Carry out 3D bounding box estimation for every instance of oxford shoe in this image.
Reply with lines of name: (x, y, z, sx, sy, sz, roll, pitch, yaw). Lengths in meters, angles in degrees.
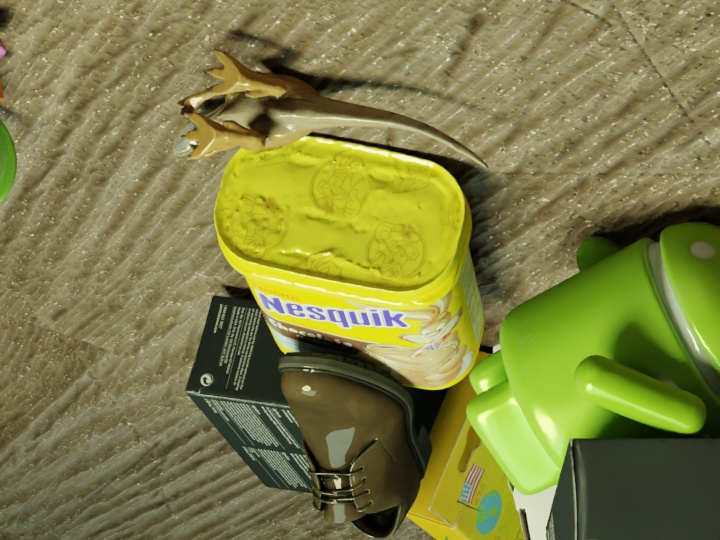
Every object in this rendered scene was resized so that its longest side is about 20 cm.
oxford shoe: (-0.004, 0.115, 1.716, 0.072, 0.085, 0.200, 3, 152, 24)

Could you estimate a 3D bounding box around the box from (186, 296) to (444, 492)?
box: (-0.022, 0.097, 1.915, 0.140, 0.079, 0.200, 10, 160, 19)

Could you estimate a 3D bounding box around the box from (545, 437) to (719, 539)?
box: (0.210, 0.153, 1.515, 0.198, 0.079, 0.141, 0, 157, -3)

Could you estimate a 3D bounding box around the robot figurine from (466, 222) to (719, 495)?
robot figurine: (0.160, 0.049, 1.549, 0.199, 0.176, 0.116, -29, 108, 17)

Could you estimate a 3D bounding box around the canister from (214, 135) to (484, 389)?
canister: (0.000, 0.000, 1.644, 0.147, 0.087, 0.200, 11, 162, 11)

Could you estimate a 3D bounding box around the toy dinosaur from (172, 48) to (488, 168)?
toy dinosaur: (-0.038, -0.089, 1.495, 0.199, 0.061, 0.106, 5, -176, 40)

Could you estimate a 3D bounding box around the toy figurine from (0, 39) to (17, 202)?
toy figurine: (-0.263, -0.099, 1.532, 0.199, 0.151, 0.184, -1, 159, -26)

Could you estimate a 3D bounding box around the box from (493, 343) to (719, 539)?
box: (0.173, 0.150, 1.732, 0.096, 0.201, 0.176, -22, 145, 20)

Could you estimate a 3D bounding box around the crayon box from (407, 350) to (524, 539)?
crayon box: (0.097, 0.138, 1.886, 0.051, 0.128, 0.200, 15, 163, 34)
